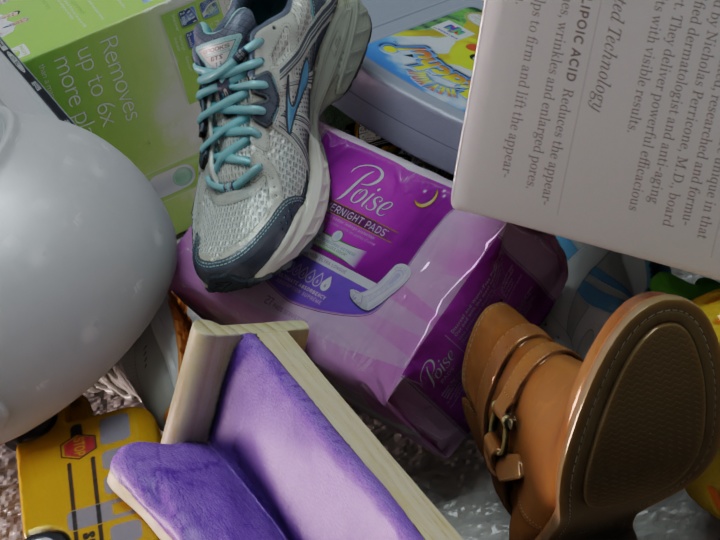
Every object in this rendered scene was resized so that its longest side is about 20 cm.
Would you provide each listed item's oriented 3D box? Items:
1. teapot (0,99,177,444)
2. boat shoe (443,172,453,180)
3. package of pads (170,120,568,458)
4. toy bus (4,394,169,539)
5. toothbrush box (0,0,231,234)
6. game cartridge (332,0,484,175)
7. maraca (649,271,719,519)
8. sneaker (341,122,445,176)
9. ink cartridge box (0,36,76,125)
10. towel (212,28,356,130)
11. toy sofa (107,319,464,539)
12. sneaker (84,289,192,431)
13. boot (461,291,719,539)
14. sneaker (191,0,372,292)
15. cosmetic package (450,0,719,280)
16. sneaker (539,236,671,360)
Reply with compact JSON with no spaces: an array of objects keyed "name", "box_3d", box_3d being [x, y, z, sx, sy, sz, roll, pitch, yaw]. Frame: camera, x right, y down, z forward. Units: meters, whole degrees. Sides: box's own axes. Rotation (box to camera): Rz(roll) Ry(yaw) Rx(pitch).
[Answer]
[{"name":"teapot","box_3d":[-0.200,-0.012,1.397,0.198,0.146,0.200,-48,27,-20]},{"name":"boat shoe","box_3d":[0.086,-0.054,1.528,0.072,0.068,0.200,3,38,27]},{"name":"package of pads","box_3d":[0.000,0.000,1.397,0.200,0.076,0.121,27,78,45]},{"name":"toy bus","box_3d":[-0.127,0.130,1.352,0.078,0.065,0.200,-16,33,0]},{"name":"toothbrush box","box_3d":[-0.113,-0.108,1.623,0.199,0.146,0.086,-24,33,-13]},{"name":"game cartridge","box_3d":[0.061,-0.099,1.498,0.199,0.041,0.133,31,39,29]},{"name":"maraca","box_3d":[0.191,0.055,1.286,0.137,0.107,0.200,29,20,-10]},{"name":"sneaker","box_3d":[0.005,-0.042,1.531,0.077,0.082,0.200,2,41,24]},{"name":"ink cartridge box","box_3d":[-0.265,-0.055,1.519,0.198,0.200,0.043,-40,6,4]},{"name":"towel","box_3d":[-0.009,-0.118,1.590,0.031,0.150,0.200,9,40,38]},{"name":"toy sofa","box_3d":[-0.030,0.109,1.268,0.097,0.083,0.200,-3,34,-33]},{"name":"sneaker","box_3d":[-0.132,0.046,1.486,0.092,0.076,0.200,-31,29,-2]},{"name":"boot","box_3d":[0.098,0.058,1.241,0.076,0.201,0.156,-11,39,-13]},{"name":"sneaker","box_3d":[-0.059,-0.082,1.387,0.077,0.086,0.201,-10,51,30]},{"name":"cosmetic package","box_3d":[0.165,-0.107,1.273,0.199,0.166,0.165,15,32,9]},{"name":"sneaker","box_3d":[0.119,0.036,1.388,0.080,0.077,0.200,-20,27,13]}]
